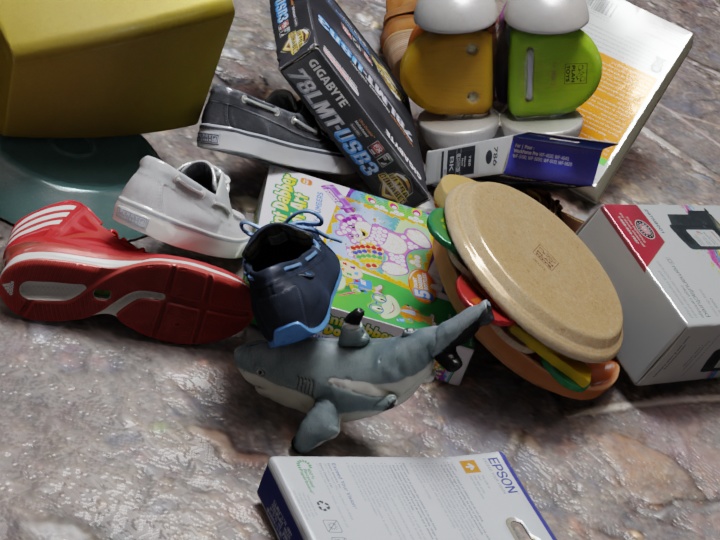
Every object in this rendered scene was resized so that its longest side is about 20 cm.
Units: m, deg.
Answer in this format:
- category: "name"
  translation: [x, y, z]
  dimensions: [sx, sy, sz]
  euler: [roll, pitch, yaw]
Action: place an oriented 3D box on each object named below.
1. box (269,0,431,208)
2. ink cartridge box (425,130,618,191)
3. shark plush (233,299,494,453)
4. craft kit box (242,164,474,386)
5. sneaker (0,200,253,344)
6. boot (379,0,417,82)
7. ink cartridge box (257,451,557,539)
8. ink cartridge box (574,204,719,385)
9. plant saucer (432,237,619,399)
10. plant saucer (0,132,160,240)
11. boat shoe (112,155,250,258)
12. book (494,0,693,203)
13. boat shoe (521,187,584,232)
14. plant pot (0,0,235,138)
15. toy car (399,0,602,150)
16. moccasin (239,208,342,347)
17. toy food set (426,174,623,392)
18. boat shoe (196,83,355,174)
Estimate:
- category: "box"
  translation: [-0.013, -0.176, 1.620]
  dimensions: [0.200, 0.050, 0.199]
  euler: [50, 16, -30]
- category: "ink cartridge box"
  translation: [0.147, -0.098, 1.602]
  dimensions: [0.099, 0.039, 0.200]
  euler: [6, -5, -23]
- category: "shark plush"
  translation: [0.003, 0.067, 1.253]
  dimensions: [0.084, 0.199, 0.091]
  euler: [61, 39, -17]
- category: "craft kit box"
  translation: [0.000, 0.000, 1.469]
  dimensions: [0.196, 0.049, 0.200]
  euler: [14, 32, -6]
- category: "sneaker"
  translation: [-0.181, -0.011, 1.346]
  dimensions: [0.199, 0.079, 0.116]
  euler: [11, 34, -18]
- category: "boot"
  translation: [0.120, -0.261, 1.877]
  dimensions: [0.199, 0.077, 0.156]
  euler: [-9, 37, 3]
- category: "ink cartridge box"
  translation: [0.051, 0.207, 1.186]
  dimensions: [0.199, 0.041, 0.200]
  euler: [2, 36, -28]
- category: "ink cartridge box"
  translation: [0.295, 0.017, 1.538]
  dimensions: [0.199, 0.083, 0.146]
  euler: [-2, 49, -41]
- category: "plant saucer"
  translation: [0.139, 0.032, 1.464]
  dimensions: [0.200, 0.032, 0.201]
  euler: [32, 29, -20]
- category: "plant saucer"
  translation: [-0.251, -0.096, 1.471]
  dimensions: [0.199, 0.036, 0.200]
  euler: [15, 33, -10]
- category: "boat shoe"
  translation: [-0.136, -0.056, 1.386]
  dimensions: [0.072, 0.069, 0.200]
  euler: [25, 5, 24]
- category: "book"
  translation: [0.237, -0.188, 1.769]
  dimensions: [0.133, 0.201, 0.048]
  euler: [30, -12, 17]
- category: "boat shoe"
  translation: [0.164, -0.038, 1.598]
  dimensions: [0.199, 0.068, 0.072]
  euler: [11, 33, -16]
- category: "plant pot"
  translation: [-0.240, -0.221, 1.425]
  dimensions: [0.176, 0.200, 0.201]
  euler: [-22, 74, -24]
- category: "toy car"
  translation: [0.140, -0.213, 1.711]
  dimensions: [0.199, 0.176, 0.150]
  euler: [0, 27, 4]
- category: "moccasin"
  translation: [-0.051, -0.008, 1.296]
  dimensions: [0.080, 0.069, 0.200]
  euler: [-22, 18, 0]
- category: "toy food set"
  translation: [0.137, 0.004, 1.415]
  dimensions: [0.200, 0.049, 0.198]
  euler: [38, 27, -12]
- category: "boat shoe"
  translation: [-0.069, -0.129, 1.550]
  dimensions: [0.071, 0.068, 0.199]
  euler: [11, 1, 40]
